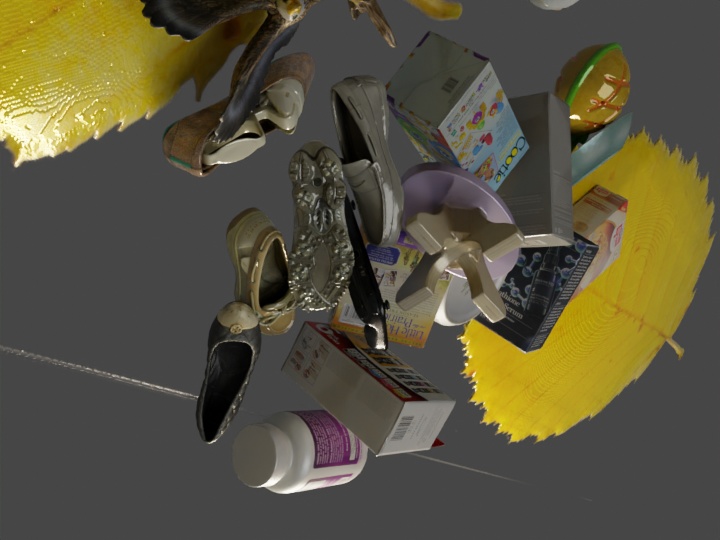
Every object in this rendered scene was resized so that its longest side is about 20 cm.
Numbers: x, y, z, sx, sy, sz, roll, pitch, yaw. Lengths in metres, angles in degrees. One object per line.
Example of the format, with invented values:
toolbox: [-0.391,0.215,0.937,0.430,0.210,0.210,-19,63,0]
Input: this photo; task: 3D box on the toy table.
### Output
toy table: [0.124,-0.030,1.083,0.199,0.118,0.184,33,126,-20]

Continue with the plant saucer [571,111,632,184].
plant saucer: [0.362,-0.176,1.393,0.200,0.039,0.201,-36,175,-4]

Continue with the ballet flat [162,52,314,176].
ballet flat: [-0.106,-0.154,0.885,0.200,0.067,0.068,-39,145,-23]

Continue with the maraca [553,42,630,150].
maraca: [0.350,-0.259,1.333,0.137,0.107,0.201,-34,150,-25]

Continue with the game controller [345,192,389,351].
game controller: [0.000,0.000,1.056,0.042,0.201,0.105,-18,141,1]

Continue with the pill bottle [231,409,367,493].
pill bottle: [-0.087,0.256,1.236,0.199,0.112,0.113,11,111,-55]

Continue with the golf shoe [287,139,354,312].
golf shoe: [-0.046,-0.054,1.007,0.077,0.097,0.202,2,113,-4]

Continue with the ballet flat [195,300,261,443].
ballet flat: [-0.160,0.126,1.062,0.066,0.057,0.202,10,120,-9]

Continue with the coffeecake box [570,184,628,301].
coffeecake box: [0.408,-0.039,1.631,0.200,0.073,0.154,-38,143,-24]

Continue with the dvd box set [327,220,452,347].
dvd box set: [0.053,0.003,1.191,0.145,0.029,0.202,12,114,-16]

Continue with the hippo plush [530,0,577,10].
hippo plush: [0.191,-0.382,0.970,0.160,0.160,0.200,-57,147,5]

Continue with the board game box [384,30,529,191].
board game box: [0.125,-0.190,1.111,0.105,0.103,0.200,-51,147,-4]

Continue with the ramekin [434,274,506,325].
ramekin: [0.145,-0.010,1.306,0.202,0.094,0.204,-32,140,-31]

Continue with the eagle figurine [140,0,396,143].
eagle figurine: [-0.086,-0.233,0.788,0.199,0.153,0.151,-30,172,-1]

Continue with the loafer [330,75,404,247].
loafer: [0.003,-0.122,1.006,0.069,0.070,0.202,-19,104,-37]

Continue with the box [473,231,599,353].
box: [0.269,0.009,1.417,0.201,0.148,0.107,-62,157,11]

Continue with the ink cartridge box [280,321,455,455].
ink cartridge box: [0.022,0.160,1.204,0.175,0.199,0.084,11,110,-54]

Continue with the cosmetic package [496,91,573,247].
cosmetic package: [0.235,-0.138,1.219,0.090,0.106,0.202,14,77,-54]

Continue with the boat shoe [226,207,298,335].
boat shoe: [-0.107,0.015,1.038,0.073,0.063,0.202,-35,142,-27]
